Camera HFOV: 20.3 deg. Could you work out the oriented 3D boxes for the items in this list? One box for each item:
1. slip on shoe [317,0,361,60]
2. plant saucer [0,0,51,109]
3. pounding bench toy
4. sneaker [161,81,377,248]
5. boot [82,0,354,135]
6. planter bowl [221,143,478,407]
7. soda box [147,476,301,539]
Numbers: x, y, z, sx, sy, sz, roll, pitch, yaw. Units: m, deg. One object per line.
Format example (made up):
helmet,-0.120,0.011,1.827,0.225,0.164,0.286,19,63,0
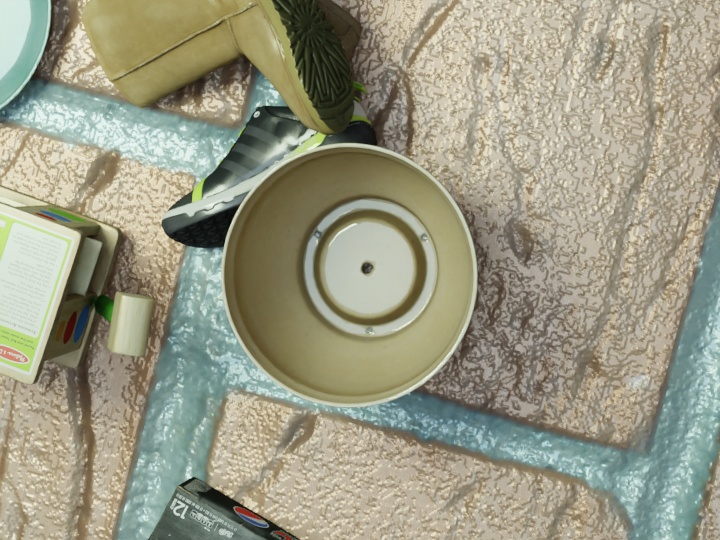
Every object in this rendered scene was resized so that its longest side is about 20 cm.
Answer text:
slip on shoe,-0.089,-0.227,1.639,0.199,0.076,0.061,32,58,13
plant saucer,-0.350,-0.219,1.687,0.198,0.036,0.202,1,93,9
pounding bench toy,-0.246,0.019,1.623,0.198,0.156,0.125,19,95,7
sneaker,-0.077,-0.089,1.650,0.199,0.072,0.083,-27,64,8
boot,-0.113,-0.168,1.607,0.199,0.066,0.176,-17,99,40
planter bowl,0.000,0.000,1.597,0.198,0.135,0.202,1,94,8
soda box,-0.076,0.251,1.656,0.199,0.063,0.071,30,97,6
